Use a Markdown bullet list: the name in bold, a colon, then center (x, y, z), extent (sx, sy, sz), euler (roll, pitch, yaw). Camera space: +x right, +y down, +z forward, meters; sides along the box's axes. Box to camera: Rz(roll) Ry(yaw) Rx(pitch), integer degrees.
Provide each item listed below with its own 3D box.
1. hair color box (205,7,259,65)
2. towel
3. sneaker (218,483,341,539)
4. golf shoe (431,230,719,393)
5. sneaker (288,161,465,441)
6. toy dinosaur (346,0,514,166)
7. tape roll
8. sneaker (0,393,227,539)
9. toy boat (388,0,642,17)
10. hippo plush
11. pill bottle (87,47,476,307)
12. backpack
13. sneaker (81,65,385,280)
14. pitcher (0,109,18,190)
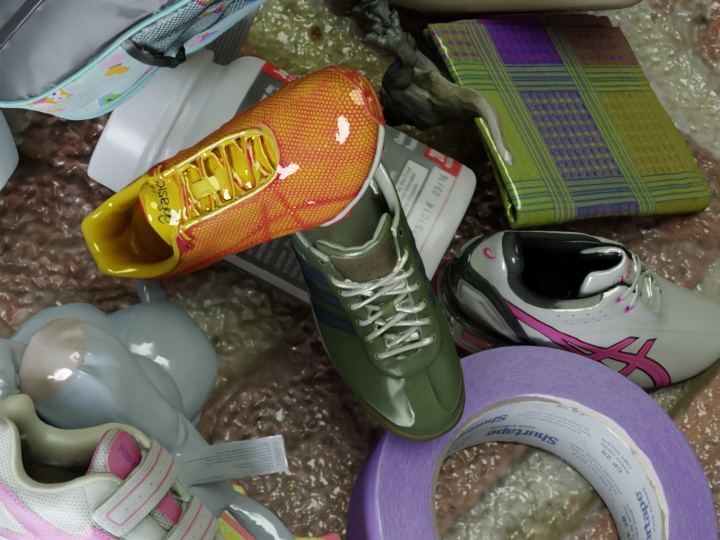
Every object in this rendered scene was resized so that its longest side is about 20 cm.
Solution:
- **hair color box**: center (-0.166, -0.158, 1.340), extent (0.199, 0.099, 0.061), euler (-2, 67, -17)
- **towel**: center (0.128, -0.091, 1.393), extent (0.200, 0.023, 0.144), euler (-8, 66, -48)
- **sneaker**: center (-0.021, 0.184, 1.228), extent (0.200, 0.078, 0.090), euler (36, 58, 3)
- **golf shoe**: center (0.142, 0.022, 1.335), extent (0.199, 0.092, 0.073), euler (10, 63, -28)
- **sneaker**: center (0.000, 0.000, 1.214), extent (0.067, 0.090, 0.201), euler (-23, 91, -2)
- **toy dinosaur**: center (0.029, -0.111, 1.315), extent (0.047, 0.200, 0.088), euler (-37, 110, -13)
- **tape roll**: center (0.096, 0.146, 1.288), extent (0.199, 0.066, 0.201), euler (7, 63, -14)
- **sneaker**: center (-0.111, 0.124, 1.089), extent (0.199, 0.088, 0.081), euler (22, 26, -5)
- **toy boat**: center (0.087, -0.222, 1.398), extent (0.199, 0.131, 0.131), euler (-2, 94, 6)
- **hippo plush**: center (-0.131, 0.059, 1.199), extent (0.199, 0.160, 0.161), euler (-7, 34, 7)
- **pill bottle**: center (-0.045, -0.051, 1.315), extent (0.200, 0.114, 0.114), euler (28, 60, -2)
- **backpack**: center (-0.142, -0.177, 1.205), extent (0.200, 0.153, 0.176), euler (-34, 81, 13)
- **sneaker**: center (-0.063, -0.039, 1.156), extent (0.077, 0.200, 0.073), euler (-17, 78, -48)
- **pitcher**: center (-0.289, -0.101, 1.270), extent (0.200, 0.172, 0.121), euler (41, 96, -14)
